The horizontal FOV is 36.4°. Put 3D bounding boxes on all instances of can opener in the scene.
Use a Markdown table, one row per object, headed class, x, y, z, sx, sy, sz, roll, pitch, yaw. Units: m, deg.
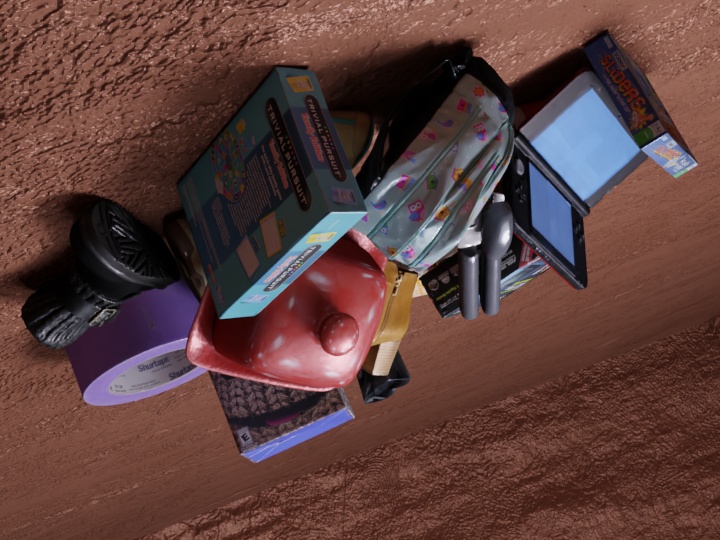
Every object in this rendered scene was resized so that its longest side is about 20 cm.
| class | x | y | z | sx | sy | sz | roll | pitch | yaw |
| --- | --- | --- | --- | --- | --- | --- | --- | --- | --- |
| can opener | 0.134 | -0.010 | 1.215 | 0.052 | 0.067 | 0.201 | -10 | 142 | -4 |

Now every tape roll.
| class | x | y | z | sx | sy | sz | roll | pitch | yaw |
| --- | --- | --- | --- | --- | --- | --- | --- | --- | --- |
| tape roll | -0.267 | 0.090 | 1.383 | 0.199 | 0.085 | 0.200 | -22 | 164 | -7 |

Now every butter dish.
| class | x | y | z | sx | sy | sz | roll | pitch | yaw |
| --- | --- | --- | --- | --- | --- | --- | --- | --- | --- |
| butter dish | -0.050 | 0.044 | 1.134 | 0.199 | 0.148 | 0.200 | 16 | 100 | -32 |

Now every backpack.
| class | x | y | z | sx | sy | sz | roll | pitch | yaw |
| --- | --- | --- | --- | --- | --- | --- | --- | --- | --- |
| backpack | 0.069 | -0.100 | 1.086 | 0.200 | 0.126 | 0.167 | -55 | 180 | -36 |

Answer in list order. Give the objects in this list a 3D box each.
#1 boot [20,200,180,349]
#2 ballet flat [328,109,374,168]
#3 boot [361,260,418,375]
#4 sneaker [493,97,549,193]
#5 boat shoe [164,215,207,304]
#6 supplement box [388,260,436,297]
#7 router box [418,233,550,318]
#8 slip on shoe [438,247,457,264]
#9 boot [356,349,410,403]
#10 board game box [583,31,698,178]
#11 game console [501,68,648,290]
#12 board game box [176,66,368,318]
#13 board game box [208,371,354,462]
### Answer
| class | x | y | z | sx | sy | sz | roll | pitch | yaw |
| --- | --- | --- | --- | --- | --- | --- | --- | --- | --- |
| boot | -0.287 | 0.012 | 1.125 | 0.157 | 0.080 | 0.211 | -26 | 164 | 4 |
| ballet flat | -0.042 | -0.110 | 1.155 | 0.063 | 0.069 | 0.200 | 11 | 150 | -13 |
| boot | -0.020 | 0.047 | 1.292 | 0.200 | 0.145 | 0.071 | 7 | -171 | -43 |
| sneaker | 0.219 | -0.134 | 1.345 | 0.112 | 0.071 | 0.200 | -21 | 147 | -13 |
| boat shoe | -0.166 | -0.012 | 1.248 | 0.076 | 0.072 | 0.200 | -34 | 166 | -14 |
| supplement box | 0.000 | 0.000 | 1.424 | 0.199 | 0.074 | 0.126 | -13 | 161 | 5 |
| router box | 0.181 | -0.012 | 1.384 | 0.150 | 0.062 | 0.200 | -34 | 169 | 25 |
| slip on shoe | 0.206 | -0.039 | 1.584 | 0.199 | 0.061 | 0.076 | -25 | 162 | 2 |
| boot | -0.007 | 0.093 | 1.544 | 0.065 | 0.201 | 0.165 | -17 | 162 | -22 |
| board game box | 0.328 | -0.186 | 1.271 | 0.034 | 0.136 | 0.200 | -31 | 163 | 20 |
| game console | 0.255 | -0.099 | 1.262 | 0.118 | 0.173 | 0.200 | -17 | 147 | 31 |
| board game box | -0.089 | -0.068 | 1.026 | 0.047 | 0.152 | 0.200 | -3 | 154 | -41 |
| board game box | -0.122 | 0.141 | 1.533 | 0.159 | 0.201 | 0.097 | -24 | 162 | -1 |
